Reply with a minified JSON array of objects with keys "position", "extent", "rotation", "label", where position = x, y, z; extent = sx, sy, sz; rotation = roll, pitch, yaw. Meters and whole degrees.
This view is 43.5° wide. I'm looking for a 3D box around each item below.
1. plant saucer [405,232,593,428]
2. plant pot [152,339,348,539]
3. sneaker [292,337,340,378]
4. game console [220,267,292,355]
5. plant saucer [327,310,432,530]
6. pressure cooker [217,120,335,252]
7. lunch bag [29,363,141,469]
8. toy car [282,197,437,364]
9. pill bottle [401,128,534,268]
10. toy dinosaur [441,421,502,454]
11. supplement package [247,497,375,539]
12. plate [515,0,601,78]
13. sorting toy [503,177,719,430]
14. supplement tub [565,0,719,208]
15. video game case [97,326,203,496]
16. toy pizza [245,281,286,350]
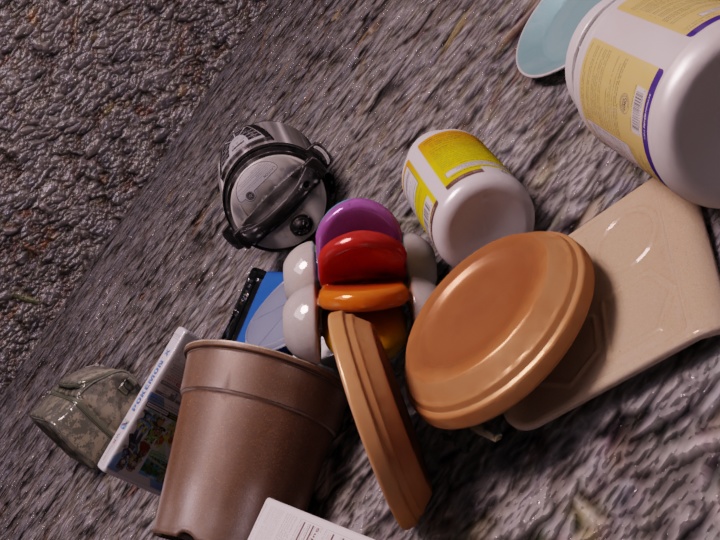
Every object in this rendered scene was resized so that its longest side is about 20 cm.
[{"position":[0.108,0.041,0.775],"extent":[0.200,0.037,0.201],"rotation":[-41,22,21],"label":"plant saucer"},{"position":[-0.123,0.206,0.977],"extent":[0.199,0.198,0.201],"rotation":[-17,53,54],"label":"plant pot"},{"position":[-0.035,0.099,1.070],"extent":[0.199,0.070,0.081],"rotation":[-22,38,52],"label":"sneaker"},{"position":[-0.142,0.110,1.315],"extent":[0.171,0.117,0.202],"rotation":[104,-173,-63],"label":"game console"},{"position":[0.021,0.128,0.809],"extent":[0.037,0.202,0.201],"rotation":[-20,30,2],"label":"plant saucer"},{"position":[-0.132,-0.128,1.406],"extent":[0.201,0.175,0.179],"rotation":[-115,28,-62],"label":"pressure cooker"},{"position":[-0.496,0.253,1.665],"extent":[0.168,0.140,0.199],"rotation":[-48,20,-25],"label":"lunch bag"},{"position":[0.000,0.000,0.965],"extent":[0.172,0.152,0.201],"rotation":[-5,34,-1],"label":"toy car"},{"position":[0.108,-0.085,0.982],"extent":[0.110,0.109,0.201],"rotation":[-49,25,14],"label":"pill bottle"},{"position":[0.097,0.109,0.820],"extent":[0.201,0.047,0.089],"rotation":[-79,14,-58],"label":"toy dinosaur"},{"position":[-0.018,0.280,0.761],"extent":[0.199,0.113,0.111],"rotation":[-4,56,58],"label":"supplement package"},{"position":[0.264,-0.305,1.066],"extent":[0.200,0.025,0.202],"rotation":[-42,27,27],"label":"plate"},{"position":[0.206,0.027,0.762],"extent":[0.199,0.036,0.187],"rotation":[-33,33,33],"label":"sorting toy"},{"position":[0.261,-0.150,0.735],"extent":[0.146,0.145,0.201],"rotation":[-50,25,13],"label":"supplement tub"},{"position":[-0.194,0.192,1.097],"extent":[0.022,0.200,0.184],"rotation":[19,75,45],"label":"video game case"},{"position":[-0.070,0.044,1.201],"extent":[0.199,0.032,0.201],"rotation":[-34,21,15],"label":"toy pizza"}]
